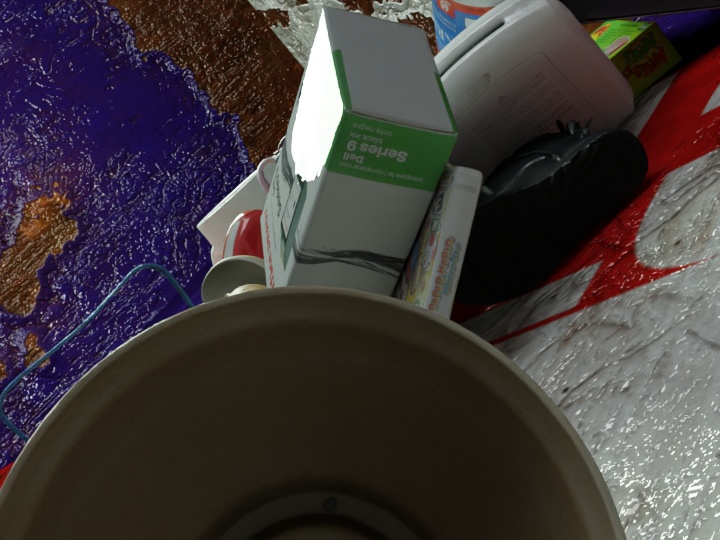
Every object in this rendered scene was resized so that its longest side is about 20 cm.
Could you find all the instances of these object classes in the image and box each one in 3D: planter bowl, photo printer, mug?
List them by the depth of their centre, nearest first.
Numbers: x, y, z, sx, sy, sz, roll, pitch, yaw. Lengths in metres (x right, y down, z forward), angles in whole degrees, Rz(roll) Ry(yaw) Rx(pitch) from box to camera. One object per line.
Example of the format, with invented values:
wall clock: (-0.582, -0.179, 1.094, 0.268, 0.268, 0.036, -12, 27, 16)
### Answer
planter bowl: (-0.016, 0.124, 0.353, 0.200, 0.200, 0.135, -44, -17, -16)
photo printer: (0.137, -0.151, 0.888, 0.166, 0.070, 0.199, -39, -33, 20)
mug: (-0.128, -0.031, 1.383, 0.199, 0.176, 0.148, -34, 12, 37)

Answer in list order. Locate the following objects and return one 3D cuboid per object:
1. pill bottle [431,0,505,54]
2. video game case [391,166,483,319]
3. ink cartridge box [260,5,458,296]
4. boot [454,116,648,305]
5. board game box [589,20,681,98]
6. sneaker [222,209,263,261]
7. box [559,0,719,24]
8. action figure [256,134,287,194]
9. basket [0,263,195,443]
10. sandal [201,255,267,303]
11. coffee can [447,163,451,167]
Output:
pill bottle: (0.125, -0.226, 0.945, 0.112, 0.112, 0.201, -44, -29, -16)
video game case: (0.032, 0.017, 0.740, 0.200, 0.023, 0.184, -160, 83, -78)
ink cartridge box: (-0.010, -0.064, 0.739, 0.147, 0.083, 0.201, -101, 26, -49)
boot: (0.126, -0.049, 0.806, 0.198, 0.074, 0.162, -37, 11, -5)
board game box: (0.258, -0.213, 1.063, 0.101, 0.048, 0.200, -39, 11, 10)
sneaker: (-0.066, 0.038, 0.933, 0.078, 0.203, 0.115, -7, -1, -39)
box: (0.272, -0.305, 0.965, 0.194, 0.119, 0.200, -6, 15, 3)
action figure: (0.016, -0.132, 1.000, 0.200, 0.134, 0.149, -47, 7, -36)
basket: (-0.170, 0.120, 0.826, 0.176, 0.200, 0.139, -44, 10, -18)
sandal: (-0.084, 0.051, 0.858, 0.081, 0.054, 0.200, -53, 50, 13)
coffee can: (0.039, -0.127, 1.113, 0.198, 0.148, 0.146, -25, 10, 0)
